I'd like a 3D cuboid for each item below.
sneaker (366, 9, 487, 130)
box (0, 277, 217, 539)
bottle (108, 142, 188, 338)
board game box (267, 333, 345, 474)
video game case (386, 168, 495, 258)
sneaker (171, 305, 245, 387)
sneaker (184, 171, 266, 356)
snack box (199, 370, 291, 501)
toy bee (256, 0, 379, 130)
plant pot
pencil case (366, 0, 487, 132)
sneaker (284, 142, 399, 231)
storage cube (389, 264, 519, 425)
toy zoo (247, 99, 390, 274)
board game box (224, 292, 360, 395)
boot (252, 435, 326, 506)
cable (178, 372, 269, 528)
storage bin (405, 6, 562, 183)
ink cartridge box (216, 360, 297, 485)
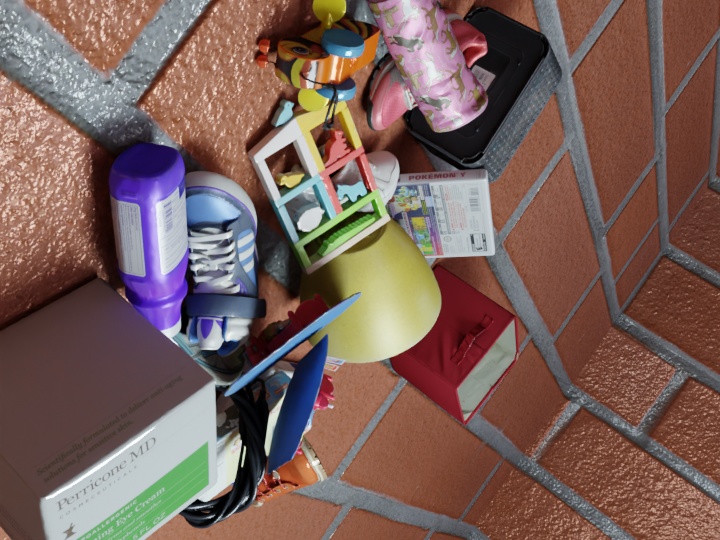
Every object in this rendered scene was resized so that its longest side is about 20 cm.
[{"bbox_3d":[0.086,-0.251,1.150,0.201,0.086,0.074,-49,152,-14],"label":"sneaker"},{"bbox_3d":[-0.272,0.157,0.880,0.198,0.199,0.173,-33,144,-37],"label":"box"},{"bbox_3d":[-0.209,-0.023,0.903,0.084,0.064,0.203,-71,168,-54],"label":"bottle"},{"bbox_3d":[-0.065,0.177,1.130,0.200,0.038,0.160,132,-25,-61],"label":"board game box"},{"bbox_3d":[0.099,-0.076,1.295,0.201,0.179,0.023,69,21,-59],"label":"video game case"},{"bbox_3d":[-0.192,0.085,1.073,0.087,0.077,0.199,-63,153,7],"label":"sneaker"},{"bbox_3d":[-0.154,0.007,0.971,0.201,0.079,0.149,81,10,-58],"label":"sneaker"},{"bbox_3d":[-0.171,0.235,1.230,0.199,0.037,0.117,-33,146,-34],"label":"snack box"},{"bbox_3d":[-0.050,-0.233,0.954,0.200,0.107,0.133,-52,160,-74],"label":"toy bee"},{"bbox_3d":[0.000,0.000,1.196,0.200,0.198,0.143,-41,136,-26],"label":"plant pot"},{"bbox_3d":[0.081,-0.262,1.060,0.085,0.083,0.201,-20,125,15],"label":"pencil case"},{"bbox_3d":[-0.015,-0.123,1.139,0.199,0.077,0.101,-32,141,-41],"label":"sneaker"},{"bbox_3d":[0.163,0.132,1.605,0.171,0.179,0.201,-47,151,-15],"label":"storage cube"},{"bbox_3d":[-0.050,-0.111,1.062,0.130,0.020,0.202,-33,123,-17],"label":"toy zoo"},{"bbox_3d":[-0.090,0.072,1.059,0.199,0.039,0.158,-38,175,0],"label":"board game box"},{"bbox_3d":[-0.115,0.296,1.295,0.106,0.076,0.200,-28,170,-25],"label":"boot"},{"bbox_3d":[-0.192,0.217,1.123,0.161,0.050,0.204,18,73,-32],"label":"cable"},{"bbox_3d":[0.172,-0.242,1.247,0.202,0.134,0.094,-57,153,4],"label":"storage bin"},{"bbox_3d":[-0.158,0.223,1.323,0.202,0.040,0.199,-58,153,5],"label":"ink cartridge box"}]
